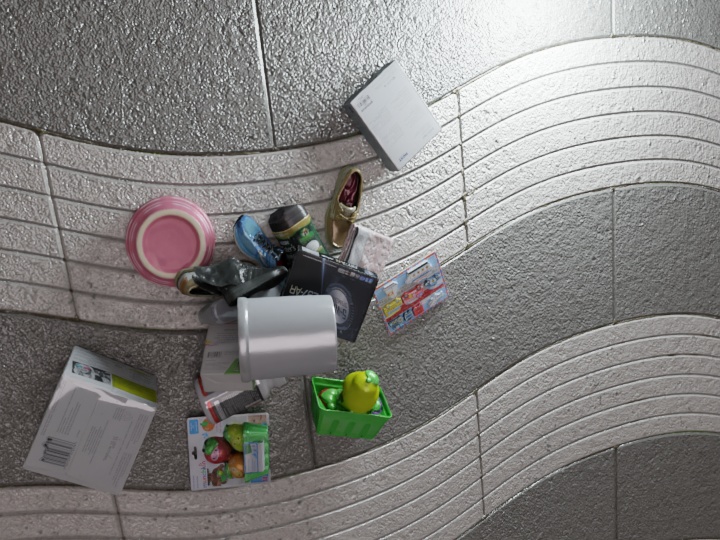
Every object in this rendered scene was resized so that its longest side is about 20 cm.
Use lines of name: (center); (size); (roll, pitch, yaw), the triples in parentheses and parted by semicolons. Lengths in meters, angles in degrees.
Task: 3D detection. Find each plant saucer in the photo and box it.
plant saucer: (-0.422, -0.062, 1.310); (0.195, 0.051, 0.207); (-4, 101, -19)

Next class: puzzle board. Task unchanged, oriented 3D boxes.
puzzle board: (0.134, 0.061, 1.518); (0.197, 0.017, 0.153); (-31, 124, -12)

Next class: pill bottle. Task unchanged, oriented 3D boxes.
pill bottle: (-0.281, 0.266, 1.383); (0.196, 0.116, 0.119); (-24, 107, -13)

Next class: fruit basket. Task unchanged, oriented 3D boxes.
fruit basket: (-0.315, 0.441, 1.417); (0.194, 0.094, 0.191); (-2, 101, -15)
fruit basket: (-0.017, 0.311, 1.458); (0.209, 0.156, 0.222); (-6, 116, -13)

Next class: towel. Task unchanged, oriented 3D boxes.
towel: (0.000, 0.000, 1.422); (0.190, 0.032, 0.205); (16, 97, -59)

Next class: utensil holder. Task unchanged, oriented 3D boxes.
utensil holder: (-0.153, 0.138, 1.218); (0.194, 0.170, 0.176); (-2, 101, -10)

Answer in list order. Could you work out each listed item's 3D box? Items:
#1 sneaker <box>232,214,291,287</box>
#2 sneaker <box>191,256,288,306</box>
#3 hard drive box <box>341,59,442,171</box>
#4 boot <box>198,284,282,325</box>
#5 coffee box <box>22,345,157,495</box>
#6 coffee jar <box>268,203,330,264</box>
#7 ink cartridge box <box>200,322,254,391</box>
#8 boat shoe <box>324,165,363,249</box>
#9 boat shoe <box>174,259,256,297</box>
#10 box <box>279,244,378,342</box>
sneaker: (-0.211, -0.050, 1.352); (0.202, 0.088, 0.079); (54, 46, -25)
sneaker: (-0.257, 0.007, 1.275); (0.197, 0.060, 0.105); (-29, 74, -38)
hard drive box: (0.076, -0.368, 1.409); (0.155, 0.077, 0.201); (-42, 109, -7)
boot: (-0.272, 0.075, 1.335); (0.197, 0.094, 0.076); (-13, 91, -44)
coffee box: (-0.565, 0.313, 1.251); (0.196, 0.197, 0.204); (26, 90, -23)
coffee jar: (-0.136, -0.057, 1.378); (0.085, 0.103, 0.204); (-36, 109, -25)
ink cartridge box: (-0.292, 0.171, 1.340); (0.113, 0.203, 0.068); (-1, 135, -2)
boat shoe: (-0.039, -0.151, 1.415); (0.072, 0.066, 0.206); (7, 98, -19)
boat shoe: (-0.315, 0.026, 1.327); (0.196, 0.068, 0.077); (-13, 122, -35)
box: (-0.076, 0.054, 1.316); (0.195, 0.044, 0.164); (20, 103, -13)
